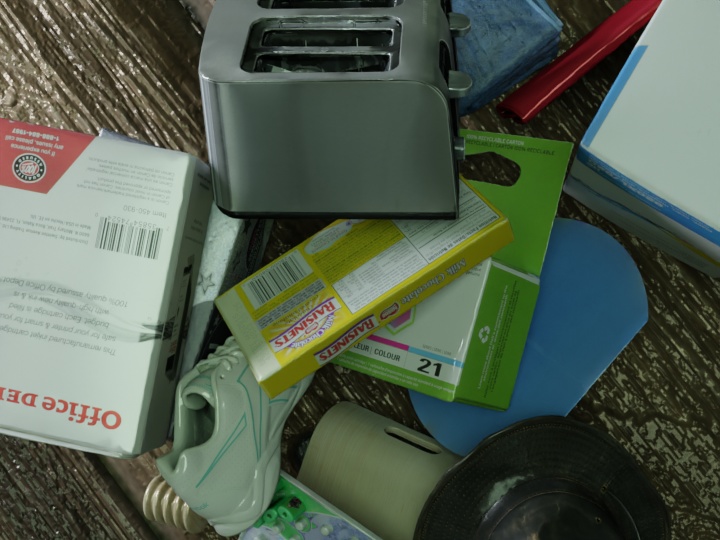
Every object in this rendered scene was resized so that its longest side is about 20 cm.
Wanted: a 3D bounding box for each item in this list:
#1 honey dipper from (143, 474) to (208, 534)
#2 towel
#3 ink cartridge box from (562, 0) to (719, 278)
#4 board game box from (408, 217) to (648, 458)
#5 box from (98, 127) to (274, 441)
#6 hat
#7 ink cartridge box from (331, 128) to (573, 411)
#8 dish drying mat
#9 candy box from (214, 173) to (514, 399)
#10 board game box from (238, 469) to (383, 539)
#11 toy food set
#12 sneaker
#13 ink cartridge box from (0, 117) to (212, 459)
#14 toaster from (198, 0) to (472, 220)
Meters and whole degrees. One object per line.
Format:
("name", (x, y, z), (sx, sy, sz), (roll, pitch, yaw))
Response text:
("honey dipper", (-0.077, 0.197, 0.846), (0.198, 0.038, 0.039), (11, 88, 27))
("towel", (0.065, -0.230, 0.886), (0.111, 0.049, 0.201), (-35, 85, 3))
("ink cartridge box", (0.242, -0.096, 0.786), (0.144, 0.200, 0.148), (31, 90, 8))
("board game box", (0.127, 0.056, 0.849), (0.200, 0.039, 0.158), (-49, 45, 0))
("box", (-0.157, 0.013, 0.859), (0.130, 0.115, 0.203), (18, 89, 6))
("hat", (0.135, 0.207, 0.763), (0.197, 0.081, 0.204), (-3, 108, -8))
("ink cartridge box", (0.058, -0.014, 0.828), (0.147, 0.075, 0.203), (13, 88, 41))
("dish drying mat", (0.194, -0.181, 0.859), (0.199, 0.077, 0.018), (-38, 100, 2))
("candy box", (0.000, 0.000, 0.776), (0.199, 0.027, 0.102), (-32, 43, -5))
("board game box", (-0.023, 0.276, 0.808), (0.199, 0.026, 0.202), (31, 117, 16))
("toy food set", (0.010, 0.220, 0.854), (0.142, 0.060, 0.203), (21, 94, 24))
("sneaker", (-0.084, 0.081, 0.799), (0.070, 0.080, 0.202), (-19, 43, 37))
("ink cartridge box", (-0.191, 0.013, 0.762), (0.145, 0.083, 0.203), (11, 88, 5))
("toaster", (-0.021, -0.128, 0.779), (0.197, 0.182, 0.120), (1, 130, 5))
